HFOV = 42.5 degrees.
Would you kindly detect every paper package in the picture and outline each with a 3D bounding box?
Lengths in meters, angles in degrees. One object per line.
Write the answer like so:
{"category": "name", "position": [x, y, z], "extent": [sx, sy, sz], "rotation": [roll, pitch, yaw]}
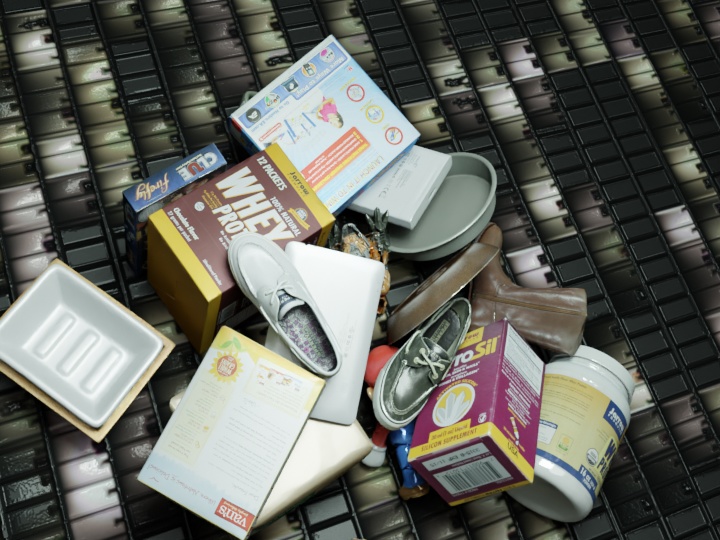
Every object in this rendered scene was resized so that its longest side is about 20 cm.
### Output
{"category": "paper package", "position": [-0.115, 0.203, 1.158], "extent": [0.198, 0.104, 0.192], "rotation": [-28, 75, -23]}

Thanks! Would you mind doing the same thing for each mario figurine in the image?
{"category": "mario figurine", "position": [0.057, 0.201, 1.260], "extent": [0.123, 0.105, 0.204], "rotation": [-8, 76, -55]}

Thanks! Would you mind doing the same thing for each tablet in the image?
{"category": "tablet", "position": [-0.049, 0.076, 1.129], "extent": [0.127, 0.014, 0.204], "rotation": [13, 84, -9]}

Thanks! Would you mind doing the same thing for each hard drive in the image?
{"category": "hard drive", "position": [0.019, -0.142, 1.366], "extent": [0.197, 0.027, 0.133], "rotation": [20, 61, 25]}

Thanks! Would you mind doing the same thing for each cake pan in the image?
{"category": "cake pan", "position": [0.110, -0.090, 1.344], "extent": [0.197, 0.037, 0.202], "rotation": [-21, 39, 17]}

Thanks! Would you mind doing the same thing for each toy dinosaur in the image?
{"category": "toy dinosaur", "position": [0.000, 0.000, 1.254], "extent": [0.100, 0.202, 0.138], "rotation": [-5, 53, -13]}

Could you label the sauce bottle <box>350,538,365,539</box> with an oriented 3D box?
{"category": "sauce bottle", "position": [0.071, 0.397, 1.169], "extent": [0.196, 0.066, 0.067], "rotation": [20, 64, -4]}

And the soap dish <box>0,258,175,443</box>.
{"category": "soap dish", "position": [-0.362, 0.104, 1.187], "extent": [0.198, 0.081, 0.158], "rotation": [34, 64, 4]}

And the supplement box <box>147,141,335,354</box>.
{"category": "supplement box", "position": [-0.163, -0.026, 1.224], "extent": [0.199, 0.198, 0.133], "rotation": [-34, 77, -24]}

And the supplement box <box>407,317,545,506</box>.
{"category": "supplement box", "position": [0.154, 0.181, 1.197], "extent": [0.103, 0.130, 0.202], "rotation": [47, 36, -23]}

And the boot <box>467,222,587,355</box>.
{"category": "boot", "position": [0.243, 0.022, 1.310], "extent": [0.197, 0.064, 0.190], "rotation": [3, 70, 38]}

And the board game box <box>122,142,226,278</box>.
{"category": "board game box", "position": [-0.247, -0.075, 1.225], "extent": [0.134, 0.201, 0.035], "rotation": [-33, 77, -23]}

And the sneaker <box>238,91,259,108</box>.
{"category": "sneaker", "position": [-0.090, -0.220, 1.374], "extent": [0.196, 0.080, 0.075], "rotation": [8, 58, 2]}

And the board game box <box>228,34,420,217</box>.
{"category": "board game box", "position": [-0.051, -0.196, 1.313], "extent": [0.199, 0.056, 0.196], "rotation": [-41, 86, -18]}

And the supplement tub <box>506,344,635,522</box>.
{"category": "supplement tub", "position": [0.278, 0.217, 1.250], "extent": [0.143, 0.145, 0.201], "rotation": [32, 64, 3]}

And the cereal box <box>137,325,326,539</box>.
{"category": "cereal box", "position": [-0.146, 0.186, 1.069], "extent": [0.142, 0.040, 0.202], "rotation": [27, 76, 6]}

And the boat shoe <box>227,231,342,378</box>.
{"category": "boat shoe", "position": [-0.087, 0.042, 1.082], "extent": [0.071, 0.068, 0.202], "rotation": [-30, 93, -10]}

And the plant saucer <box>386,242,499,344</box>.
{"category": "plant saucer", "position": [0.104, 0.024, 1.262], "extent": [0.200, 0.200, 0.032], "rotation": [-42, 90, -25]}

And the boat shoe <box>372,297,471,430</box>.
{"category": "boat shoe", "position": [0.081, 0.113, 1.191], "extent": [0.070, 0.064, 0.201], "rotation": [37, 59, -6]}
